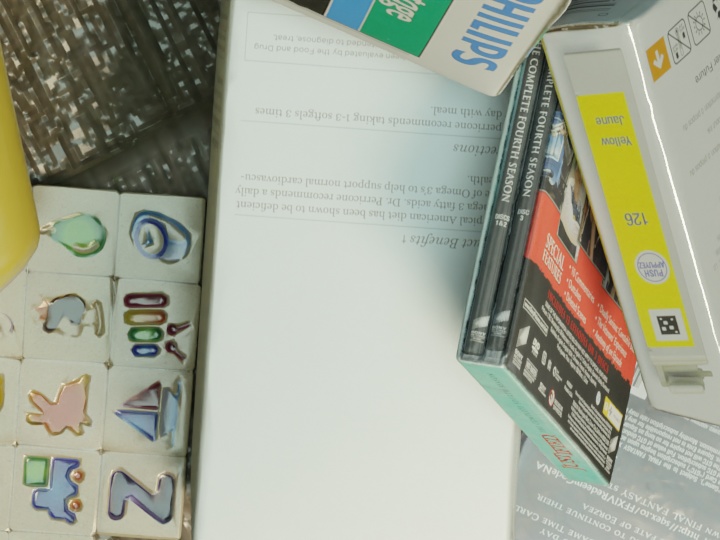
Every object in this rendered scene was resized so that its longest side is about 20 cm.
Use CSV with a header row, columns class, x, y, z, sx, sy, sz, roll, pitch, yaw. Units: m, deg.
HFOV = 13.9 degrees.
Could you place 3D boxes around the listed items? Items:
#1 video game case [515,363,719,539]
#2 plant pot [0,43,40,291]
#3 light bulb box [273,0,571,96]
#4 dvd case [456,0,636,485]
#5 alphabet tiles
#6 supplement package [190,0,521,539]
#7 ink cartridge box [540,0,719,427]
class,x,y,z,sx,sy,sz,roll,pitch,yaw
video game case,0.106,0.132,1.157,0.142,0.019,0.201,25,95,-7
plant pot,-0.206,-0.068,1.022,0.200,0.201,0.190,-22,109,-2
light bulb box,0.001,-0.193,0.942,0.199,0.125,0.199,24,77,-3
dvd case,0.082,-0.039,1.046,0.022,0.146,0.201,7,74,22
alphabet tiles,-0.149,0.065,1.131,0.166,0.008,0.201,4,96,-6
supplement package,0.000,0.000,1.081,0.116,0.117,0.202,4,96,-5
ink cartridge box,0.148,-0.039,1.058,0.047,0.198,0.201,1,119,33
